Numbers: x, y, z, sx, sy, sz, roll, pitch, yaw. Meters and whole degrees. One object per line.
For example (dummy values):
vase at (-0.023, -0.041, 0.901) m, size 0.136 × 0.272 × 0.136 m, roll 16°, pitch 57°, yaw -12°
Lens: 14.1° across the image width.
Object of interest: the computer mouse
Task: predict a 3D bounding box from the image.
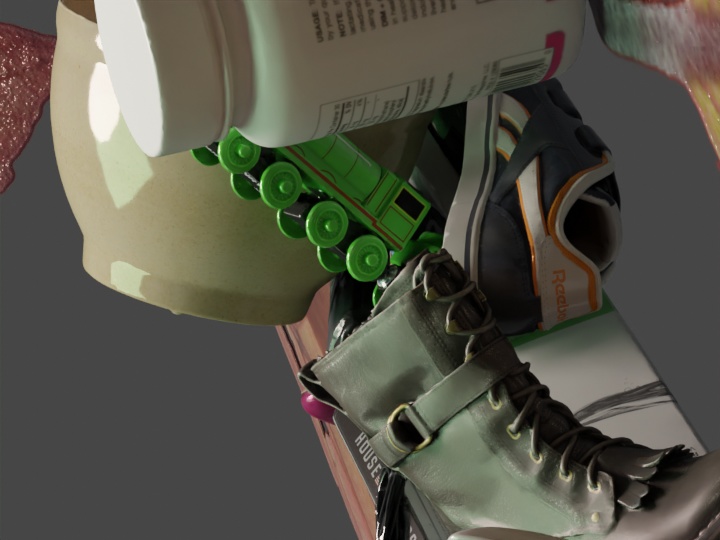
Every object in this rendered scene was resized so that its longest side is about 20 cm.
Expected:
computer mouse at (0.029, 0.065, 1.476) m, size 0.059 × 0.034 × 0.201 m, roll 118°, pitch 158°, yaw -84°

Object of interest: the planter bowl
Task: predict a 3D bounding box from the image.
planter bowl at (-0.070, -0.052, 1.476) m, size 0.200 × 0.199 × 0.135 m, roll -131°, pitch 54°, yaw -70°

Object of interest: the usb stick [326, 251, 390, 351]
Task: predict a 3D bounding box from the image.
usb stick at (0.000, 0.000, 1.540) m, size 0.200 × 0.032 × 0.056 m, roll -88°, pitch 3°, yaw -62°

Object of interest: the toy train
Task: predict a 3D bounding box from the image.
toy train at (-0.001, -0.027, 1.384) m, size 0.200 × 0.057 × 0.042 m, roll 41°, pitch 168°, yaw -30°

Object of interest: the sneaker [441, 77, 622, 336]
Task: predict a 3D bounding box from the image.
sneaker at (0.086, -0.037, 1.374) m, size 0.200 × 0.079 × 0.079 m, roll -80°, pitch -15°, yaw -50°

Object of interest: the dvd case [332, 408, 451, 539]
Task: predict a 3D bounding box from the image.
dvd case at (0.084, 0.151, 1.569) m, size 0.200 × 0.025 × 0.151 m, roll 26°, pitch -158°, yaw -35°

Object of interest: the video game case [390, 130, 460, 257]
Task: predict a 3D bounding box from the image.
video game case at (0.047, -0.001, 1.619) m, size 0.200 × 0.023 × 0.182 m, roll -121°, pitch 14°, yaw -54°

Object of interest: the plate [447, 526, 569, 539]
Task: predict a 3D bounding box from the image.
plate at (0.142, 0.179, 1.229) m, size 0.200 × 0.199 × 0.032 m, roll 79°, pitch -152°, yaw -47°

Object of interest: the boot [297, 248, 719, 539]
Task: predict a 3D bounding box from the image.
boot at (0.073, 0.065, 1.261) m, size 0.200 × 0.069 × 0.175 m, roll -33°, pitch 90°, yaw 39°

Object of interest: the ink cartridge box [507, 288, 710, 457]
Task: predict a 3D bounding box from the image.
ink cartridge box at (0.121, 0.117, 1.432) m, size 0.200 × 0.084 × 0.146 m, roll -119°, pitch 12°, yaw -52°

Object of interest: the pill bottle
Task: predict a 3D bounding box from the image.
pill bottle at (-0.010, -0.120, 1.292) m, size 0.113 × 0.199 × 0.114 m, roll 165°, pitch 90°, yaw -74°

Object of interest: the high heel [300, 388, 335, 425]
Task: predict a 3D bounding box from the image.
high heel at (0.042, 0.102, 1.733) m, size 0.067 × 0.200 × 0.097 m, roll -25°, pitch 74°, yaw 38°

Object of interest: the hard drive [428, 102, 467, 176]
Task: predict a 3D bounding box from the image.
hard drive at (0.071, -0.041, 1.568) m, size 0.140 × 0.038 × 0.201 m, roll -128°, pitch 20°, yaw -67°
